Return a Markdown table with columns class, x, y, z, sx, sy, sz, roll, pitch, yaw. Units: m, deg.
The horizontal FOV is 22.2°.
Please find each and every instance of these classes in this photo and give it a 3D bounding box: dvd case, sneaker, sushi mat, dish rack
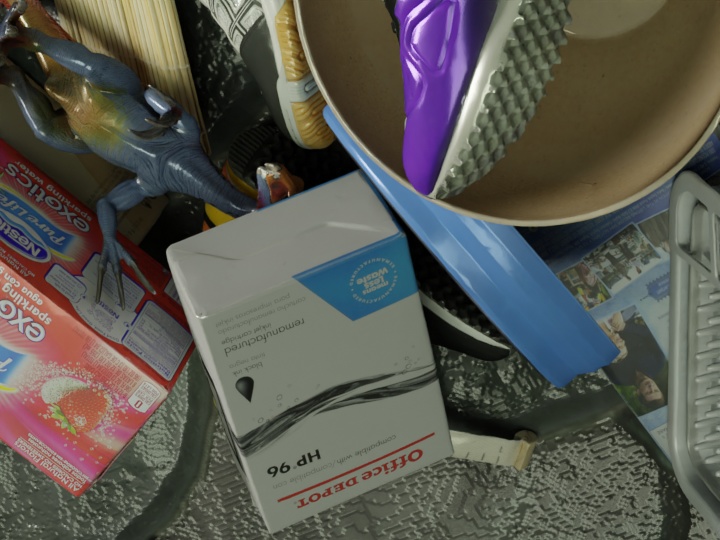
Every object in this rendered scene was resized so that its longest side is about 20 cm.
| class | x | y | z | sx | sy | sz | roll | pitch | yaw |
| --- | --- | --- | --- | --- | --- | --- | --- | --- | --- |
| dvd case | 0.185 | 0.008 | 1.039 | 0.142 | 0.018 | 0.200 | -32 | 104 | 24 |
| sneaker | 0.034 | -0.132 | 0.729 | 0.099 | 0.069 | 0.202 | 23 | 114 | 22 |
| sneaker | 0.000 | 0.000 | 1.058 | 0.199 | 0.070 | 0.090 | 32 | 133 | -3 |
| sushi mat | -0.139 | -0.157 | 1.004 | 0.095 | 0.012 | 0.201 | 15 | 130 | 37 |
| sneaker | -0.062 | -0.161 | 0.994 | 0.087 | 0.076 | 0.202 | -4 | 113 | 32 |
| dish rack | 0.214 | 0.059 | 0.966 | 0.043 | 0.172 | 0.202 | -9 | 116 | -13 |

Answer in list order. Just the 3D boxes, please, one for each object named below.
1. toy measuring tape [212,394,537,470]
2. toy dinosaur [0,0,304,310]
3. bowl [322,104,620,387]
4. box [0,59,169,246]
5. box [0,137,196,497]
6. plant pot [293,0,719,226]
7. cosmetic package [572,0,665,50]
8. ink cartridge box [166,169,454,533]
| class | x | y | z | sx | sy | sz | roll | pitch | yaw |
| --- | --- | --- | --- | --- | --- | --- | --- | --- | --- |
| toy measuring tape | 0.007 | 0.081 | 1.105 | 0.198 | 0.074 | 0.074 | 8 | 120 | -17 |
| toy dinosaur | -0.113 | -0.085 | 0.987 | 0.180 | 0.201 | 0.105 | 22 | 132 | -19 |
| bowl | 0.054 | -0.022 | 0.937 | 0.039 | 0.201 | 0.201 | -41 | 102 | 4 |
| box | -0.221 | -0.063 | 1.065 | 0.200 | 0.078 | 0.095 | 43 | 117 | -9 |
| box | -0.191 | 0.012 | 0.994 | 0.200 | 0.100 | 0.096 | 39 | 117 | -9 |
| plant pot | 0.087 | -0.136 | 0.815 | 0.199 | 0.134 | 0.202 | 8 | 112 | 20 |
| cosmetic package | 0.210 | -0.137 | 0.915 | 0.198 | 0.102 | 0.075 | 10 | 116 | 7 |
| ink cartridge box | -0.020 | 0.060 | 0.985 | 0.115 | 0.068 | 0.201 | -22 | 130 | -9 |
